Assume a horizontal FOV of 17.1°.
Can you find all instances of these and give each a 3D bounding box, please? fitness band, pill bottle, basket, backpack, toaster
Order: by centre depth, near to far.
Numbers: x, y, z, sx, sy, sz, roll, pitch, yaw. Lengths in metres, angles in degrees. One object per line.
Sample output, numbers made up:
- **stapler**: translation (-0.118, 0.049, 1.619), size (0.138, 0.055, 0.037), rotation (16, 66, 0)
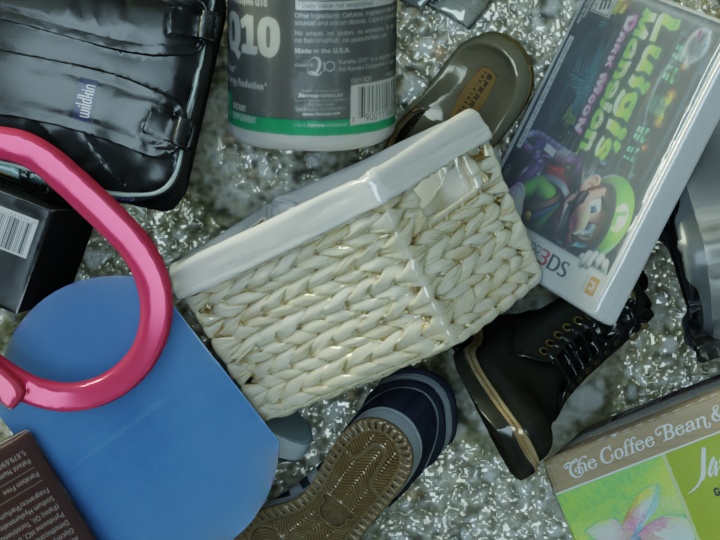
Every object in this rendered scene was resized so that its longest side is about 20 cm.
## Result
- **fitness band**: translation (-0.211, 0.001, 1.518), size (0.200, 0.037, 0.144), rotation (44, 94, -3)
- **toaster**: translation (0.257, -0.033, 1.531), size (0.129, 0.200, 0.114), rotation (-11, 134, 2)
- **basket**: translation (0.000, 0.000, 1.542), size (0.200, 0.135, 0.124), rotation (-23, 98, 40)
- **pill bottle**: translation (-0.032, -0.186, 1.571), size (0.113, 0.113, 0.201), rotation (2, 104, 7)
- **backpack**: translation (-0.198, -0.139, 1.590), size (0.199, 0.151, 0.178), rotation (12, 87, -2)

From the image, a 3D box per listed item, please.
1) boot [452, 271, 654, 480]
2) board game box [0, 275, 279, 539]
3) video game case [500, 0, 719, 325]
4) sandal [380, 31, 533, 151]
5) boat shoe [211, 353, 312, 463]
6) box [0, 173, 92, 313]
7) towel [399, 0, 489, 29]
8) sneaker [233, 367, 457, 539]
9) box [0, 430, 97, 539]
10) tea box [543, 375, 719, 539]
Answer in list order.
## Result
- **boot**: translation (0.134, 0.052, 1.538), size (0.138, 0.200, 0.078), rotation (-25, 111, 4)
- **board game box**: translation (-0.144, 0.095, 1.585), size (0.158, 0.039, 0.200), rotation (-37, 93, 25)
- **video game case**: translation (0.157, -0.083, 1.547), size (0.023, 0.182, 0.201), rotation (24, 96, -30)
- **sandal**: translation (0.047, -0.069, 1.605), size (0.080, 0.054, 0.200), rotation (33, 106, 11)
- **boat shoe**: translation (-0.135, 0.099, 1.641), size (0.200, 0.071, 0.091), rotation (28, 110, 3)
- **box**: translation (-0.292, -0.043, 1.611), size (0.199, 0.141, 0.079), rotation (21, 98, 6)
- **towel**: translation (0.043, -0.288, 1.615), size (0.192, 0.035, 0.200), rotation (30, 96, 4)
- **sneaker**: translation (-0.006, 0.144, 1.628), size (0.070, 0.109, 0.200), rotation (43, 126, 1)
- **box**: translation (-0.262, 0.245, 1.577), size (0.166, 0.164, 0.200), rotation (-35, 86, 44)
- **tea box**: translation (0.254, 0.166, 1.537), size (0.199, 0.134, 0.197), rotation (-24, 88, 18)
